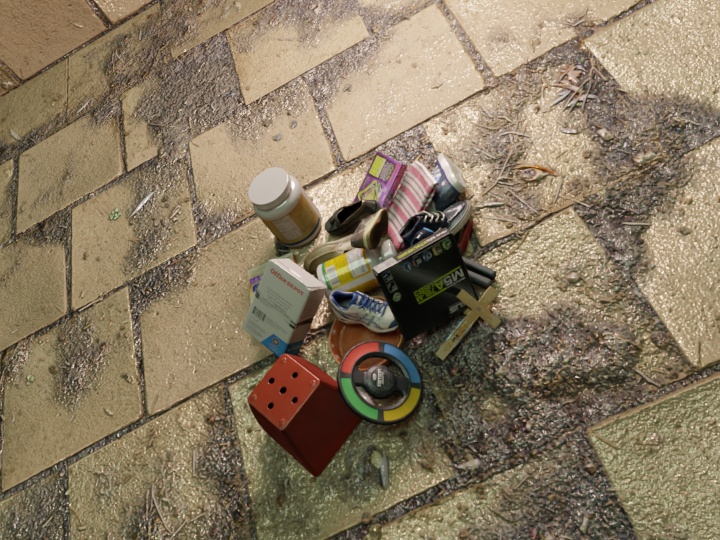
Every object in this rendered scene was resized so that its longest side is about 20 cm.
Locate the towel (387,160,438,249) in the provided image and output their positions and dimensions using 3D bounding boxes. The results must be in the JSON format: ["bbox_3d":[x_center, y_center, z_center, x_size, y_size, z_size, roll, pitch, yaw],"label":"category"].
[{"bbox_3d":[0.121,-0.170,1.795,0.201,0.030,0.147,-61,31,19],"label":"towel"}]

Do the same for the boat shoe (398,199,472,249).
[{"bbox_3d":[0.183,-0.119,1.721,0.200,0.093,0.075,-46,31,-3],"label":"boat shoe"}]

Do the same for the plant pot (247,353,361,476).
[{"bbox_3d":[-0.138,0.307,1.589,0.199,0.177,0.201,30,76,38],"label":"plant pot"}]

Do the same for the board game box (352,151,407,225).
[{"bbox_3d":[0.042,-0.209,1.879,0.120,0.032,0.202,38,105,52],"label":"board game box"}]

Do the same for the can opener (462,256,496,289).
[{"bbox_3d":[0.225,-0.017,1.661,0.198,0.067,0.053,27,71,12],"label":"can opener"}]

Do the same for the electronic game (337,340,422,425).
[{"bbox_3d":[0.044,0.248,1.564,0.198,0.042,0.202,9,56,-13],"label":"electronic game"}]

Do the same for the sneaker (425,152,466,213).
[{"bbox_3d":[0.195,-0.214,1.832,0.146,0.080,0.201,-44,25,20],"label":"sneaker"}]

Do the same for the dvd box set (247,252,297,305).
[{"bbox_3d":[-0.231,0.058,1.896,0.145,0.029,0.201,-23,51,12],"label":"dvd box set"}]

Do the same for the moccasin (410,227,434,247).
[{"bbox_3d":[0.125,-0.004,1.657,0.080,0.202,0.068,18,28,29],"label":"moccasin"}]

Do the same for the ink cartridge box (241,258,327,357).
[{"bbox_3d":[-0.189,0.091,1.741,0.145,0.084,0.202,34,109,24],"label":"ink cartridge box"}]

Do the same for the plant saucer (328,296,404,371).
[{"bbox_3d":[0.018,0.157,1.704,0.198,0.032,0.202,-13,53,18],"label":"plant saucer"}]

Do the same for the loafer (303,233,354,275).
[{"bbox_3d":[-0.059,-0.038,1.844,0.198,0.076,0.068,-26,44,9],"label":"loafer"}]

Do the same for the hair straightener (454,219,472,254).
[{"bbox_3d":[0.218,-0.037,1.734,0.076,0.041,0.202,5,66,30],"label":"hair straightener"}]

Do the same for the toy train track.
[{"bbox_3d":[0.243,0.121,1.609,0.114,0.033,0.200,40,88,4],"label":"toy train track"}]

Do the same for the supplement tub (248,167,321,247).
[{"bbox_3d":[-0.207,-0.172,1.928,0.143,0.200,0.146,-13,53,18],"label":"supplement tub"}]

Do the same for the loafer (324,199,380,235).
[{"bbox_3d":[-0.035,-0.151,1.875,0.199,0.063,0.073,-20,62,42],"label":"loafer"}]

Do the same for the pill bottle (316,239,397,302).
[{"bbox_3d":[0.000,0.000,1.765,0.198,0.113,0.114,-24,51,11],"label":"pill bottle"}]

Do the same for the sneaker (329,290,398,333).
[{"bbox_3d":[0.013,0.094,1.672,0.198,0.088,0.076,4,58,27],"label":"sneaker"}]

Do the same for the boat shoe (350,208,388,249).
[{"bbox_3d":[0.024,-0.106,1.740,0.064,0.074,0.200,-1,18,16],"label":"boat shoe"}]

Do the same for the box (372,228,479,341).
[{"bbox_3d":[0.150,0.033,1.598,0.199,0.195,0.048,-28,23,-6],"label":"box"}]
